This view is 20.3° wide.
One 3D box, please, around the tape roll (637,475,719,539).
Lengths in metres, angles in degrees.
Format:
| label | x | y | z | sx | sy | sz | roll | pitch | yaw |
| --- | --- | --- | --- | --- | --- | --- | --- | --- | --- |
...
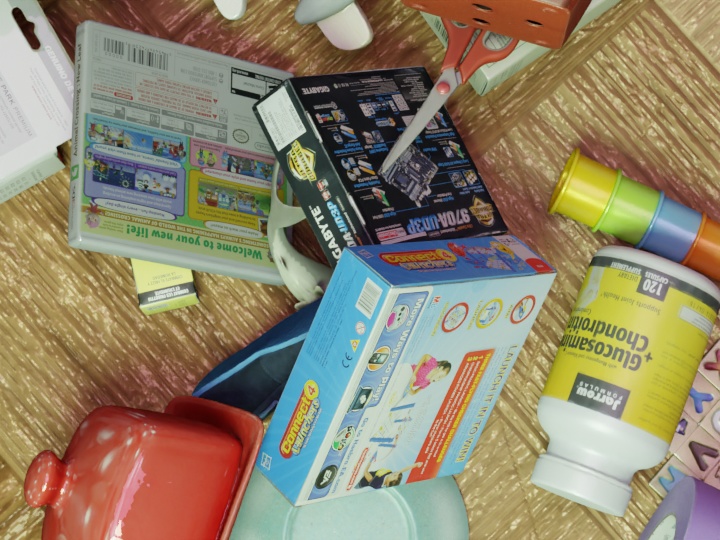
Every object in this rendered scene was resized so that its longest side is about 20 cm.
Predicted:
| label | x | y | z | sx | sy | sz | roll | pitch | yaw |
| --- | --- | --- | --- | --- | --- | --- | --- | --- | --- |
| tape roll | 0.241 | 0.263 | 1.558 | 0.065 | 0.200 | 0.201 | 25 | 83 | 1 |

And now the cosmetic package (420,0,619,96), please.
| label | x | y | z | sx | sy | sz | roll | pitch | yaw |
| --- | --- | --- | --- | --- | --- | --- | --- | --- | --- |
| cosmetic package | 0.155 | -0.246 | 1.676 | 0.199 | 0.073 | 0.104 | -34 | 86 | -6 |

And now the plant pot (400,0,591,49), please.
| label | x | y | z | sx | sy | sz | roll | pitch | yaw |
| --- | --- | --- | --- | --- | --- | --- | --- | --- | --- |
| plant pot | 0.117 | -0.283 | 1.548 | 0.199 | 0.200 | 0.177 | 17 | 85 | 4 |

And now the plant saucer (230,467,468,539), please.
| label | x | y | z | sx | sy | sz | roll | pitch | yaw |
| --- | --- | --- | --- | --- | --- | --- | --- | --- | --- |
| plant saucer | -0.009 | 0.218 | 1.635 | 0.200 | 0.039 | 0.202 | 0 | 84 | -2 |

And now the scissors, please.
| label | x | y | z | sx | sy | sz | roll | pitch | yaw |
| --- | --- | --- | --- | --- | --- | --- | --- | --- | --- |
| scissors | 0.077 | -0.149 | 1.585 | 0.073 | 0.014 | 0.201 | 18 | 60 | 3 |

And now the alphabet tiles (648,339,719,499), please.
| label | x | y | z | sx | sy | sz | roll | pitch | yaw |
| --- | --- | --- | --- | --- | --- | --- | --- | --- | --- |
| alphabet tiles | 0.341 | 0.160 | 1.671 | 0.200 | 0.006 | 0.167 | 42 | 83 | 2 |

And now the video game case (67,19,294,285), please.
| label | x | y | z | sx | sy | sz | roll | pitch | yaw |
| --- | --- | --- | --- | --- | --- | --- | --- | --- | --- |
| video game case | -0.140 | -0.092 | 1.609 | 0.199 | 0.022 | 0.183 | 11 | 71 | -35 |

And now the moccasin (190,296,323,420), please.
| label | x | y | z | sx | sy | sz | roll | pitch | yaw |
| --- | --- | --- | --- | --- | --- | --- | --- | --- | --- |
| moccasin | -0.048 | 0.076 | 1.603 | 0.068 | 0.200 | 0.081 | 52 | 41 | -9 |

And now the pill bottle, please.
| label | x | y | z | sx | sy | sz | roll | pitch | yaw |
| --- | --- | --- | --- | --- | --- | --- | --- | --- | --- |
| pill bottle | 0.209 | 0.090 | 1.621 | 0.111 | 0.112 | 0.201 | 21 | 83 | 0 |

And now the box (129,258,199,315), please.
| label | x | y | z | sx | sy | sz | roll | pitch | yaw |
| --- | --- | --- | --- | --- | --- | --- | --- | --- | --- |
| box | -0.176 | -0.068 | 1.643 | 0.050 | 0.075 | 0.201 | -12 | 85 | -3 |

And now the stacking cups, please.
| label | x | y | z | sx | sy | sz | roll | pitch | yaw |
| --- | --- | --- | --- | --- | --- | --- | --- | --- | --- |
| stacking cups | 0.257 | -0.035 | 1.662 | 0.199 | 0.061 | 0.061 | 24 | 83 | 1 |

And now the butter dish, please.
| label | x | y | z | sx | sy | sz | roll | pitch | yaw |
| --- | --- | --- | --- | --- | --- | --- | --- | --- | --- |
| butter dish | -0.187 | 0.178 | 1.538 | 0.147 | 0.200 | 0.201 | 23 | 82 | -25 |

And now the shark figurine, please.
| label | x | y | z | sx | sy | sz | roll | pitch | yaw |
| --- | --- | --- | --- | --- | --- | --- | --- | --- | --- |
| shark figurine | -0.022 | -0.004 | 1.633 | 0.214 | 0.128 | 0.090 | 38 | 38 | -25 |

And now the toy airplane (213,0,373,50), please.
| label | x | y | z | sx | sy | sz | roll | pitch | yaw |
| --- | --- | --- | --- | --- | --- | --- | --- | --- | --- |
| toy airplane | -0.064 | -0.296 | 1.638 | 0.199 | 0.141 | 0.200 | 14 | 84 | -1 |

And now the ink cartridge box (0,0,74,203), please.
| label | x | y | z | sx | sy | sz | roll | pitch | yaw |
| --- | --- | --- | --- | --- | --- | --- | --- | --- | --- |
| ink cartridge box | -0.328 | -0.155 | 1.641 | 0.175 | 0.084 | 0.201 | -29 | 86 | -7 |

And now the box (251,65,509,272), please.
| label | x | y | z | sx | sy | sz | roll | pitch | yaw |
| --- | --- | --- | --- | --- | --- | --- | --- | --- | --- |
| box | 0.020 | -0.080 | 1.592 | 0.046 | 0.200 | 0.160 | -33 | 79 | 33 |

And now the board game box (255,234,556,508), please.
| label | x | y | z | sx | sy | sz | roll | pitch | yaw |
| --- | --- | --- | --- | --- | --- | --- | --- | --- | --- |
| board game box | 0.035 | 0.074 | 1.541 | 0.056 | 0.195 | 0.201 | 40 | 118 | 33 |
